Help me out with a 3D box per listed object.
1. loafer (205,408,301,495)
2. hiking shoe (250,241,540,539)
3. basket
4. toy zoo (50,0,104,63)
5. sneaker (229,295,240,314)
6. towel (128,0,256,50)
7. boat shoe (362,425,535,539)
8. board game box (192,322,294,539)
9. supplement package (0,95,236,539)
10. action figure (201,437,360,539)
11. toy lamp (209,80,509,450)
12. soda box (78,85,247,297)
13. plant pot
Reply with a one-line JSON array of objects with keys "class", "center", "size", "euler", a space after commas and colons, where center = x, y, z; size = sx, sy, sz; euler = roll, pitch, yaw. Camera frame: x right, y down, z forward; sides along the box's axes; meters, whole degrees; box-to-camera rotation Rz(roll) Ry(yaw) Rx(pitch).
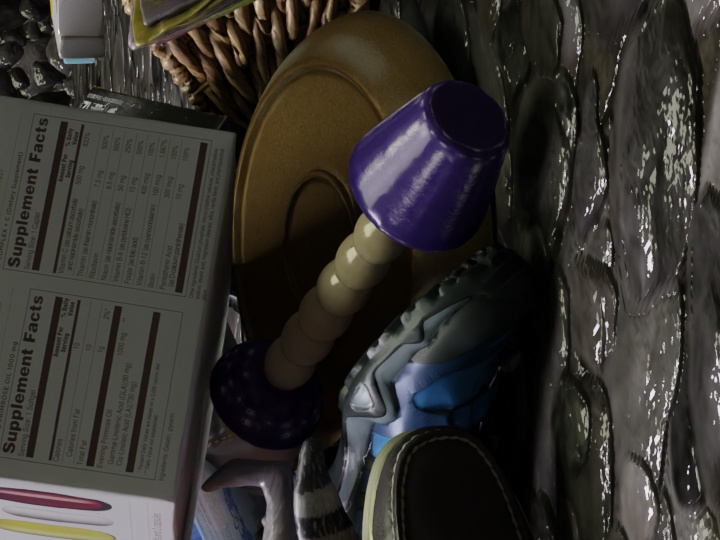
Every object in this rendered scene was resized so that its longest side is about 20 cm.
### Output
[{"class": "loafer", "center": [-0.053, 0.081, 1.180], "size": [0.200, 0.072, 0.073], "euler": [-15, -88, -73]}, {"class": "hiking shoe", "center": [0.032, 0.073, 0.877], "size": [0.087, 0.074, 0.201], "euler": [39, 133, 11]}, {"class": "basket", "center": [-0.039, -0.179, 1.185], "size": [0.143, 0.148, 0.201], "euler": [54, -166, -39]}, {"class": "toy zoo", "center": [-0.121, -0.179, 0.942], "size": [0.132, 0.020, 0.201], "euler": [-108, 19, -57]}, {"class": "sneaker", "center": [-0.053, -0.024, 1.219], "size": [0.083, 0.072, 0.200], "euler": [-53, 16, 5]}, {"class": "towel", "center": [-0.053, -0.194, 1.080], "size": [0.023, 0.143, 0.201], "euler": [52, -159, -42]}, {"class": "boat shoe", "center": [0.051, 0.146, 0.776], "size": [0.065, 0.073, 0.202], "euler": [132, 127, -65]}, {"class": "board game box", "center": [-0.093, 0.097, 1.245], "size": [0.199, 0.043, 0.201], "euler": [-75, -36, -68]}, {"class": "supplement package", "center": [-0.118, 0.043, 0.958], "size": [0.200, 0.110, 0.157], "euler": [100, 179, -69]}, {"class": "action figure", "center": [-0.004, 0.170, 0.813], "size": [0.194, 0.104, 0.200], "euler": [54, -173, -6]}, {"class": "toy lamp", "center": [0.000, 0.000, 0.882], "size": [0.200, 0.058, 0.059], "euler": [123, 145, -48]}, {"class": "soda box", "center": [-0.100, -0.042, 1.151], "size": [0.071, 0.063, 0.200], "euler": [-57, 25, -7]}, {"class": "plant pot", "center": [-0.009, -0.010, 0.974], "size": [0.200, 0.027, 0.202], "euler": [10, 102, 59]}]
